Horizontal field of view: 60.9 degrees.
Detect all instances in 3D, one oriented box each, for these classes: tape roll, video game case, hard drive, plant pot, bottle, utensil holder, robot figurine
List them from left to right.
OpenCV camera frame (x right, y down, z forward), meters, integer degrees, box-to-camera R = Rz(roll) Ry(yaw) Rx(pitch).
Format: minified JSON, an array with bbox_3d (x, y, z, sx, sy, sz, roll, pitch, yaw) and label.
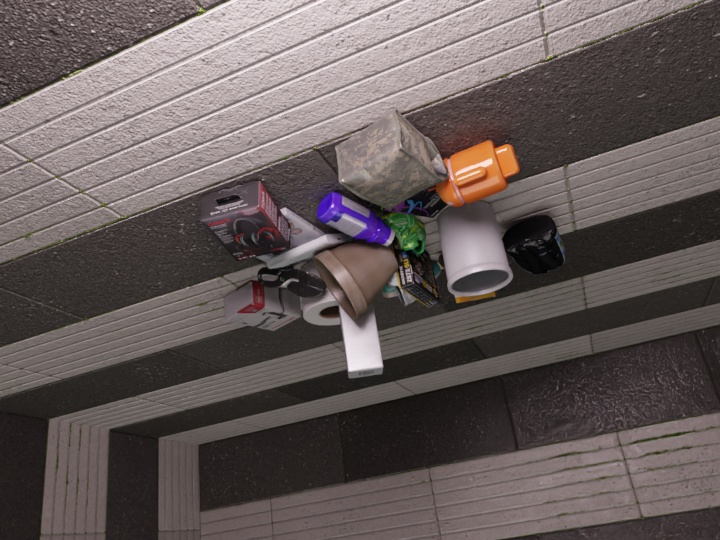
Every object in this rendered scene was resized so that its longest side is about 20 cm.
[{"bbox_3d":[-0.220,-0.086,1.587,0.198,0.024,0.182,-21,153,24],"label":"video game case"},{"bbox_3d":[-0.137,-0.053,1.629,0.198,0.027,0.131,-22,175,28],"label":"hard drive"},{"bbox_3d":[-0.078,0.062,1.813,0.200,0.141,0.203,-7,156,-3],"label":"tape roll"},{"bbox_3d":[-0.006,-0.119,1.490,0.198,0.066,0.083,24,147,-27],"label":"bottle"},{"bbox_3d":[0.000,0.000,1.618,0.173,0.201,0.201,-34,159,-13],"label":"plant pot"},{"bbox_3d":[0.295,-0.056,1.610,0.168,0.202,0.170,-7,155,-3],"label":"utensil holder"},{"bbox_3d":[0.250,-0.213,1.361,0.198,0.145,0.117,-20,132,20],"label":"robot figurine"}]

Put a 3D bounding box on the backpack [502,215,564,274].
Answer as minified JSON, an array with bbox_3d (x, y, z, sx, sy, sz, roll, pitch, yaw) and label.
[{"bbox_3d":[0.508,-0.068,1.750,0.162,0.155,0.200,-25,129,27],"label":"backpack"}]

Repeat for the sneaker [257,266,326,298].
[{"bbox_3d":[-0.178,0.017,1.718,0.198,0.077,0.115,12,-164,13],"label":"sneaker"}]

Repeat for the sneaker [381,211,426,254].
[{"bbox_3d":[0.124,-0.101,1.598,0.073,0.085,0.199,-21,152,26],"label":"sneaker"}]

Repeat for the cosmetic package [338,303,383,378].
[{"bbox_3d":[0.000,0.188,1.701,0.100,0.202,0.074,-6,155,-4],"label":"cosmetic package"}]

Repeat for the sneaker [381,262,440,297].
[{"bbox_3d":[0.150,0.012,1.861,0.198,0.072,0.081,-23,125,-7],"label":"sneaker"}]

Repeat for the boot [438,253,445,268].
[{"bbox_3d":[0.343,-0.019,1.879,0.173,0.067,0.200,-9,157,24],"label":"boot"}]

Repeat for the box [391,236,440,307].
[{"bbox_3d":[0.156,-0.001,1.732,0.049,0.162,0.200,-18,155,23],"label":"box"}]

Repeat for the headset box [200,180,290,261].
[{"bbox_3d":[-0.267,-0.116,1.418,0.147,0.076,0.200,-12,147,12],"label":"headset box"}]

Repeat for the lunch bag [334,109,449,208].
[{"bbox_3d":[0.071,-0.218,1.290,0.163,0.119,0.199,-25,146,30],"label":"lunch bag"}]

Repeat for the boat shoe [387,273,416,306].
[{"bbox_3d":[0.103,0.022,1.782,0.068,0.072,0.201,-40,127,-9],"label":"boat shoe"}]

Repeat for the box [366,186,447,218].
[{"bbox_3d":[0.132,-0.186,1.477,0.198,0.037,0.143,4,153,-29],"label":"box"}]

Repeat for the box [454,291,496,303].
[{"bbox_3d":[0.311,-0.014,1.760,0.118,0.203,0.041,-11,-169,23],"label":"box"}]

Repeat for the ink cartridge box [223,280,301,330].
[{"bbox_3d":[-0.305,0.114,1.917,0.146,0.084,0.199,-29,148,35],"label":"ink cartridge box"}]
